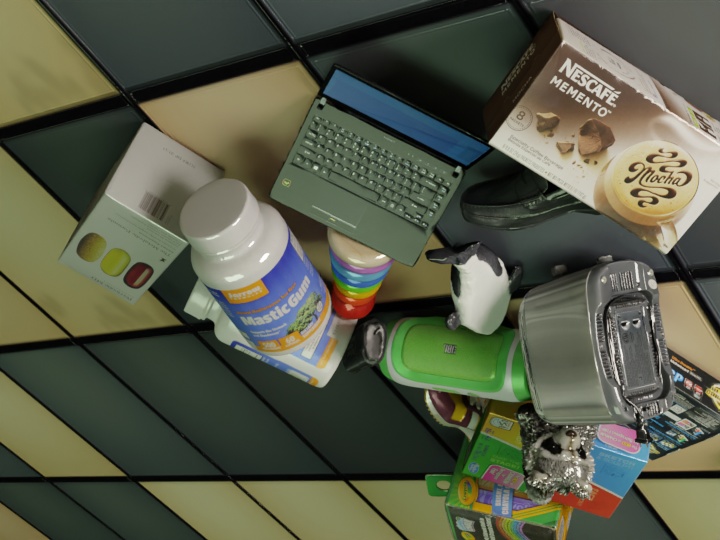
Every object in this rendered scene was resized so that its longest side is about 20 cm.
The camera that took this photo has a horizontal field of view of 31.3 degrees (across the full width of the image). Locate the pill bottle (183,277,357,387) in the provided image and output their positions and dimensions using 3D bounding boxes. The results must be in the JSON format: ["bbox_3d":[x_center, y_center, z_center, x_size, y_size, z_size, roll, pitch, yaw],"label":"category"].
[{"bbox_3d":[-0.112,0.055,1.592,0.199,0.113,0.112,26,147,-6],"label":"pill bottle"}]

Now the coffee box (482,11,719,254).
[{"bbox_3d":[0.220,-0.121,1.132,0.199,0.080,0.113,31,116,-14],"label":"coffee box"}]

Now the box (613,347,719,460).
[{"bbox_3d":[0.325,0.143,1.520,0.199,0.046,0.159,31,147,-13],"label":"box"}]

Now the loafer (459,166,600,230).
[{"bbox_3d":[0.186,-0.087,1.256,0.199,0.068,0.071,-7,130,30],"label":"loafer"}]

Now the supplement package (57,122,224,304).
[{"bbox_3d":[-0.261,-0.062,1.511,0.113,0.110,0.200,31,146,-13],"label":"supplement package"}]

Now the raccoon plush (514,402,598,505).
[{"bbox_3d":[0.229,0.241,1.467,0.096,0.135,0.201,-4,130,11],"label":"raccoon plush"}]

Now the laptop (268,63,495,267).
[{"bbox_3d":[0.016,-0.099,1.291,0.176,0.103,0.201,26,117,-5],"label":"laptop"}]

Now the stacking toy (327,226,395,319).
[{"bbox_3d":[0.000,0.000,1.483,0.085,0.086,0.200,18,152,6],"label":"stacking toy"}]

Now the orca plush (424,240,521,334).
[{"bbox_3d":[0.111,0.005,1.422,0.071,0.105,0.200,49,-171,30],"label":"orca plush"}]

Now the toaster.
[{"bbox_3d":[0.250,0.089,1.369,0.113,0.202,0.129,-8,177,-38],"label":"toaster"}]

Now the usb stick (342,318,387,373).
[{"bbox_3d":[0.004,0.095,1.577,0.032,0.056,0.200,1,172,-8],"label":"usb stick"}]

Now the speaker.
[{"bbox_3d":[0.123,0.105,1.536,0.199,0.089,0.089,6,144,33],"label":"speaker"}]

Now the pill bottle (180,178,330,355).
[{"bbox_3d":[-0.118,-0.005,1.416,0.111,0.113,0.200,2,145,28],"label":"pill bottle"}]

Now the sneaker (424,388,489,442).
[{"bbox_3d":[0.163,0.179,1.656,0.090,0.075,0.200,-18,137,34],"label":"sneaker"}]

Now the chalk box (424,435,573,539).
[{"bbox_3d":[0.189,0.306,1.767,0.198,0.125,0.125,11,147,18],"label":"chalk box"}]

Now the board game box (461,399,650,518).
[{"bbox_3d":[0.240,0.228,1.590,0.198,0.041,0.154,17,142,2],"label":"board game box"}]
